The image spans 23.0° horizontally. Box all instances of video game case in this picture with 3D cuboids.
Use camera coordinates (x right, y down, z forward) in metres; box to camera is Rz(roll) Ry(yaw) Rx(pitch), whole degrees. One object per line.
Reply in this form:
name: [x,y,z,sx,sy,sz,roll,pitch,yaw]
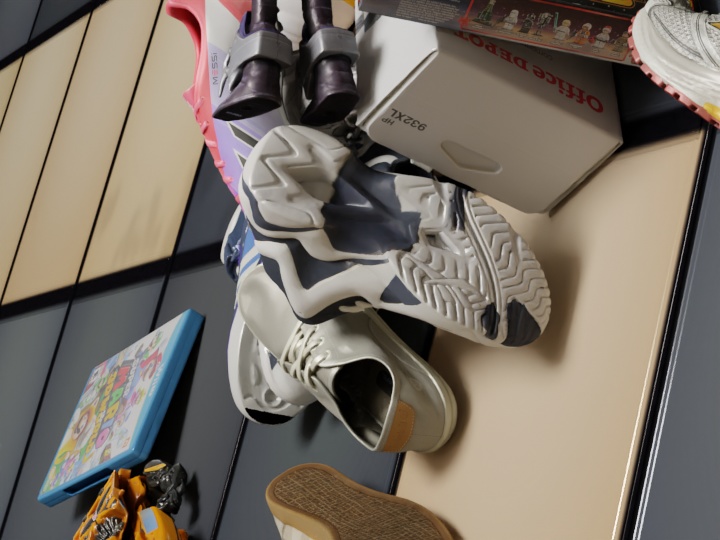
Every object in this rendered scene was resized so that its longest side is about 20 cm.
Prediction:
video game case: [-0.213,0.123,1.553,0.200,0.018,0.144,-29,34,52]

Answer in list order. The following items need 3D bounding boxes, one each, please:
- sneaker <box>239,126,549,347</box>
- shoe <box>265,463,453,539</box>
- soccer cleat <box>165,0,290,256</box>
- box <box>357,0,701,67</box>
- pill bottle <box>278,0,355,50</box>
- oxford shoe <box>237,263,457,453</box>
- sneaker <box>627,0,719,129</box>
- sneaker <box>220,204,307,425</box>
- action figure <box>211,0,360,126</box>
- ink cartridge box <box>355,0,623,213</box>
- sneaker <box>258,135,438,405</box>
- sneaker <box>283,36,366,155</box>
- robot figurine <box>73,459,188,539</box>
sneaker: [0.014,-0.003,1.078,0.130,0.198,0.080,119,172,-69]
shoe: [0.005,0.174,1.096,0.200,0.070,0.054,25,135,60]
soccer cleat: [-0.081,-0.094,1.171,0.068,0.073,0.202,142,120,-71]
box: [0.096,-0.191,1.032,0.040,0.198,0.138,114,161,-47]
pill bottle: [-0.035,-0.265,1.445,0.104,0.104,0.201,24,92,64]
oxford shoe: [-0.020,0.053,1.140,0.200,0.057,0.076,38,121,38]
sneaker: [0.211,-0.102,0.898,0.082,0.078,0.200,-58,37,10]
sneaker: [-0.065,0.020,1.329,0.146,0.080,0.202,160,122,-71]
action figure: [-0.044,-0.190,1.057,0.069,0.129,0.202,153,121,-63]
ink cartridge box: [0.076,-0.155,1.101,0.084,0.144,0.201,-43,36,39]
sneaker: [0.000,0.000,1.199,0.200,0.079,0.129,-61,17,-8]
sneaker: [-0.007,-0.115,1.195,0.200,0.074,0.083,-166,60,-72]
robot figurine: [-0.177,0.232,1.382,0.146,0.058,0.200,-58,28,14]
